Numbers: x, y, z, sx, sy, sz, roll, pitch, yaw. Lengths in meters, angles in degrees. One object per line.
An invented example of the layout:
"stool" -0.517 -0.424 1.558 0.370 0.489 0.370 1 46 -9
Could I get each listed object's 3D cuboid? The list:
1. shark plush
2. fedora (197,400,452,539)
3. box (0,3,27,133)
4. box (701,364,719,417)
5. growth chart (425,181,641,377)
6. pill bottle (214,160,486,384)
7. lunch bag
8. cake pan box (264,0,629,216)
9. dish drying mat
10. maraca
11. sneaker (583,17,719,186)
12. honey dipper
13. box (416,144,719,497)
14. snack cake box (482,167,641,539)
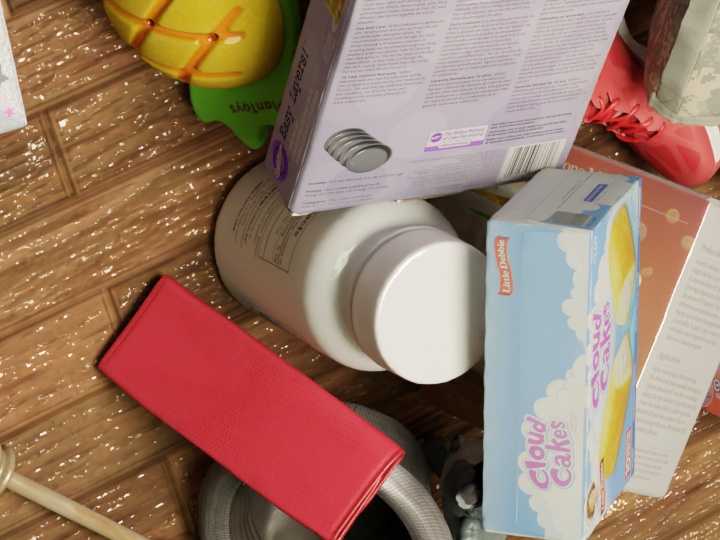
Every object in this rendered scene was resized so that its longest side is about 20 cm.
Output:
"shark plush" 0.085 0.154 1.637 0.091 0.200 0.083 17 83 -6
"fedora" -0.013 0.161 1.673 0.090 0.177 0.200 -63 152 -47
"box" -0.274 -0.171 1.429 0.115 0.132 0.200 -20 113 -21
"box" 0.352 0.064 1.858 0.200 0.103 0.095 0 104 -28
"growth chart" 0.086 0.001 1.658 0.145 0.200 0.018 -58 155 8
"pill bottle" 0.000 0.000 1.588 0.114 0.200 0.114 -9 109 -27
"lunch bag" 0.265 -0.197 1.643 0.200 0.118 0.164 -30 151 -40
"cake pan box" 0.057 -0.123 1.495 0.200 0.052 0.184 -9 142 -24
"dish drying mat" -0.070 0.087 1.594 0.077 0.200 0.018 -54 158 -2
"maraca" -0.089 -0.158 1.538 0.107 0.137 0.200 -48 122 -35
"sneaker" 0.157 -0.107 1.696 0.200 0.078 0.116 47 50 -18
"honey dipper" -0.190 0.152 1.626 0.200 0.038 0.038 33 87 -36
"box" 0.156 0.029 1.695 0.106 0.152 0.200 17 95 -57
"snack cake box" 0.122 0.050 1.539 0.115 0.067 0.200 -43 136 -62
